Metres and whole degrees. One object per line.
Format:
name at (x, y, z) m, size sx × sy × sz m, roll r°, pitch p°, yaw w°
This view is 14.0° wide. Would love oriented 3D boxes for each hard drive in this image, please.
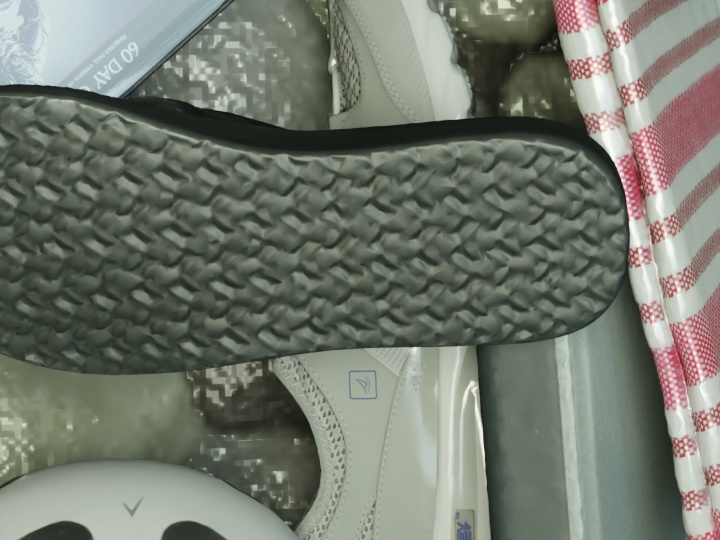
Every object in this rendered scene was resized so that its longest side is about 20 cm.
hard drive at (0.068, 0.075, 0.855) m, size 0.033 × 0.140 × 0.200 m, roll -3°, pitch 95°, yaw 16°

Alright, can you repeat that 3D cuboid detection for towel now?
towel at (0.093, -0.019, 0.856) m, size 0.030 × 0.146 × 0.200 m, roll -13°, pitch 97°, yaw 18°

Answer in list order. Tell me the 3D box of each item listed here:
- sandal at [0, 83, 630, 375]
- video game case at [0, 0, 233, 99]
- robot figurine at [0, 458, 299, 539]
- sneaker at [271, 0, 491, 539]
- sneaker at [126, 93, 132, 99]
sandal at (-0.030, -0.011, 0.776) m, size 0.200 × 0.048 × 0.075 m, roll 4°, pitch 107°, yaw -1°
video game case at (-0.144, -0.108, 0.779) m, size 0.143 × 0.019 × 0.200 m, roll -42°, pitch 100°, yaw -9°
robot figurine at (-0.069, 0.154, 0.826) m, size 0.150 × 0.125 × 0.200 m, roll -2°, pitch 95°, yaw -53°
sneaker at (0.000, 0.000, 0.862) m, size 0.082 × 0.075 × 0.200 m, roll -5°, pitch 86°, yaw 4°
sneaker at (-0.111, -0.101, 0.838) m, size 0.083 × 0.071 × 0.200 m, roll -9°, pitch 97°, yaw 5°
